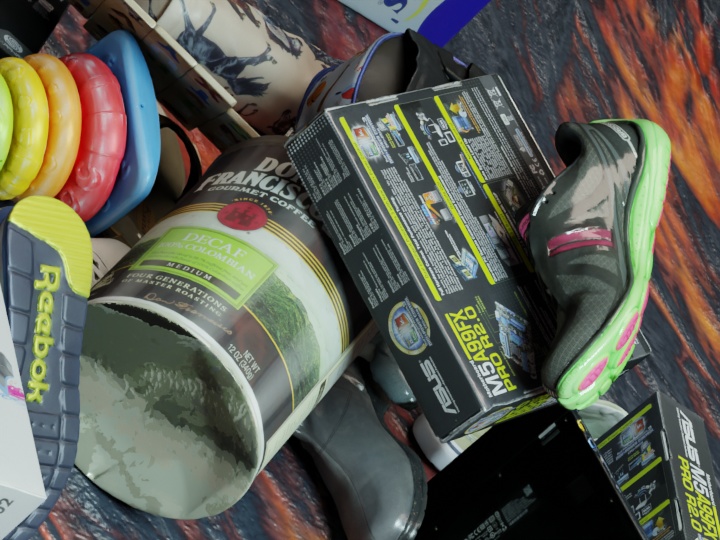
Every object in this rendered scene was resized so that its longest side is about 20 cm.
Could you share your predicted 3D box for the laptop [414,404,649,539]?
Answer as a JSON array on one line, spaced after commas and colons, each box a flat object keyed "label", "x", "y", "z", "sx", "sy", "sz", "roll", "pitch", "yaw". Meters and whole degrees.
[{"label": "laptop", "x": 0.110, "y": 0.164, "z": 1.786, "sx": 0.116, "sy": 0.187, "sz": 0.200, "roll": 7, "pitch": 48, "yaw": -51}]

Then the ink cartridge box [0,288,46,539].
[{"label": "ink cartridge box", "x": -0.228, "y": 0.094, "z": 1.466, "sx": 0.068, "sy": 0.115, "sz": 0.200, "roll": 22, "pitch": 38, "yaw": -39}]

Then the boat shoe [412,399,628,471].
[{"label": "boat shoe", "x": 0.114, "y": 0.109, "z": 1.998, "sx": 0.200, "sy": 0.062, "sz": 0.072, "roll": 5, "pitch": 50, "yaw": -52}]

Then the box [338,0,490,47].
[{"label": "box", "x": 0.040, "y": -0.301, "z": 2.286, "sx": 0.200, "sy": 0.184, "sz": 0.105, "roll": 28, "pitch": 33, "yaw": -34}]

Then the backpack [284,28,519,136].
[{"label": "backpack", "x": 0.028, "y": -0.059, "z": 1.969, "sx": 0.200, "sy": 0.154, "sz": 0.191, "roll": 37, "pitch": 55, "yaw": -31}]

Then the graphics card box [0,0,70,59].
[{"label": "graphics card box", "x": -0.250, "y": -0.198, "z": 1.879, "sx": 0.125, "sy": 0.051, "sz": 0.200, "roll": 42, "pitch": 27, "yaw": -13}]

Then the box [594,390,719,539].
[{"label": "box", "x": 0.139, "y": 0.193, "z": 1.779, "sx": 0.044, "sy": 0.200, "sz": 0.160, "roll": 33, "pitch": 30, "yaw": -27}]

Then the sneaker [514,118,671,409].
[{"label": "sneaker", "x": 0.126, "y": -0.004, "z": 1.653, "sx": 0.084, "sy": 0.077, "sz": 0.200, "roll": 11, "pitch": 53, "yaw": 4}]

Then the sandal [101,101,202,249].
[{"label": "sandal", "x": -0.135, "y": -0.067, "z": 1.867, "sx": 0.080, "sy": 0.054, "sz": 0.200, "roll": 37, "pitch": 22, "yaw": -25}]

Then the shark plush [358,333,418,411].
[{"label": "shark plush", "x": 0.000, "y": 0.000, "z": 1.857, "sx": 0.200, "sy": 0.083, "sz": 0.091, "roll": 38, "pitch": 20, "yaw": 3}]

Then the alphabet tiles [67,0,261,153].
[{"label": "alphabet tiles", "x": -0.128, "y": -0.131, "z": 1.801, "sx": 0.166, "sy": 0.006, "sz": 0.200, "roll": 44, "pitch": -8, "yaw": -7}]

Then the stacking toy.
[{"label": "stacking toy", "x": -0.231, "y": -0.087, "z": 1.731, "sx": 0.200, "sy": 0.110, "sz": 0.116, "roll": 4, "pitch": 68, "yaw": -38}]

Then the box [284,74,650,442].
[{"label": "box", "x": 0.064, "y": -0.012, "z": 1.688, "sx": 0.160, "sy": 0.044, "sz": 0.200, "roll": -16, "pitch": 73, "yaw": -46}]

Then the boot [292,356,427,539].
[{"label": "boot", "x": -0.038, "y": 0.098, "z": 1.804, "sx": 0.131, "sy": 0.070, "sz": 0.200, "roll": 27, "pitch": 23, "yaw": -30}]

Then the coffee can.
[{"label": "coffee can", "x": -0.078, "y": 0.031, "z": 1.685, "sx": 0.146, "sy": 0.146, "sz": 0.200, "roll": 46, "pitch": 41, "yaw": -5}]

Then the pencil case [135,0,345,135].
[{"label": "pencil case", "x": -0.083, "y": -0.154, "z": 2.034, "sx": 0.200, "sy": 0.078, "sz": 0.090, "roll": 32, "pitch": 28, "yaw": -29}]

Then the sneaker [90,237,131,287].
[{"label": "sneaker", "x": -0.179, "y": 0.010, "z": 1.693, "sx": 0.072, "sy": 0.072, "sz": 0.200, "roll": 51, "pitch": 26, "yaw": 9}]

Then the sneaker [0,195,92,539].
[{"label": "sneaker", "x": -0.199, "y": 0.060, "z": 1.558, "sx": 0.074, "sy": 0.082, "sz": 0.201, "roll": 21, "pitch": 74, "yaw": -42}]
